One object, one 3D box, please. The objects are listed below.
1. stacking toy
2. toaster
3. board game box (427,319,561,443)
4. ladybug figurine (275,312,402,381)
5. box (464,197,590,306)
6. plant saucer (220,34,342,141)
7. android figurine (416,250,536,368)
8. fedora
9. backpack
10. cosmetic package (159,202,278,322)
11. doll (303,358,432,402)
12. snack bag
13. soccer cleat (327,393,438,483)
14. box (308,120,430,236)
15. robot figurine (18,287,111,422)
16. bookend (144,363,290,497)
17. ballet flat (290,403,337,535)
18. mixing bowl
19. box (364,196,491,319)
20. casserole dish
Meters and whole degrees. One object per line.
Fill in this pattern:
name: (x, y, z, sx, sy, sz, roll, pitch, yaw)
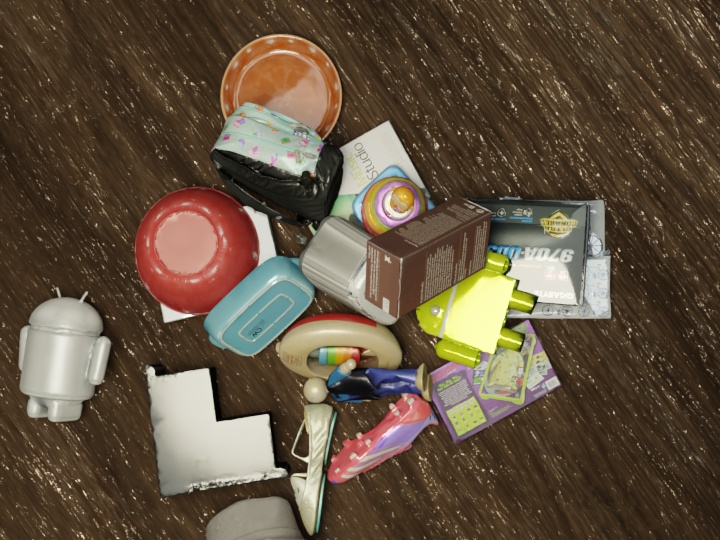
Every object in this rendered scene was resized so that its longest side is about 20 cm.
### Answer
stacking toy: (0.056, -0.097, 1.310, 0.110, 0.200, 0.116, -44, 91, -3)
toaster: (0.000, 0.000, 1.331, 0.129, 0.200, 0.114, 29, 84, 38)
board game box: (0.210, 0.178, 1.417, 0.198, 0.032, 0.121, -27, 92, -4)
ladybug figurine: (-0.033, 0.116, 1.376, 0.197, 0.137, 0.073, 5, 47, -5)
box: (0.259, -0.030, 1.393, 0.197, 0.046, 0.161, 5, 89, 17)
plant saucer: (-0.129, -0.283, 1.436, 0.197, 0.032, 0.203, 0, 87, -2)
android figurine: (0.168, 0.054, 1.372, 0.198, 0.041, 0.184, 19, 93, 15)
fedora: (-0.161, 0.405, 1.342, 0.199, 0.176, 0.091, -30, 56, 22)
backpack: (-0.126, -0.165, 1.346, 0.198, 0.167, 0.128, 23, 65, 5)
cosmetic package: (-0.231, -0.012, 1.407, 0.197, 0.052, 0.153, -13, 89, -2)
doll: (0.006, 0.173, 1.346, 0.197, 0.137, 0.049, -6, 58, 17)
snack bag: (0.317, -0.022, 1.435, 0.186, 0.021, 0.203, 1, 86, -1)
soccer cleat: (0.035, 0.278, 1.392, 0.200, 0.067, 0.077, -43, 109, 0)
box: (-0.006, -0.131, 1.427, 0.198, 0.036, 0.145, -30, 88, -1)
robot figurine: (-0.462, 0.130, 1.362, 0.167, 0.113, 0.203, 7, 87, 18)
bookend: (-0.221, 0.233, 1.372, 0.196, 0.092, 0.203, -9, 85, -3)
ballet flat: (-0.081, 0.310, 1.386, 0.061, 0.067, 0.203, 9, 77, -2)
mixing bowl: (-0.255, -0.036, 1.331, 0.197, 0.108, 0.203, 0, 85, -2)
box: (0.099, -0.022, 1.266, 0.075, 0.199, 0.101, 28, 130, 35)
casserole dish: (-0.151, 0.063, 1.361, 0.200, 0.121, 0.039, -42, 46, 11)
